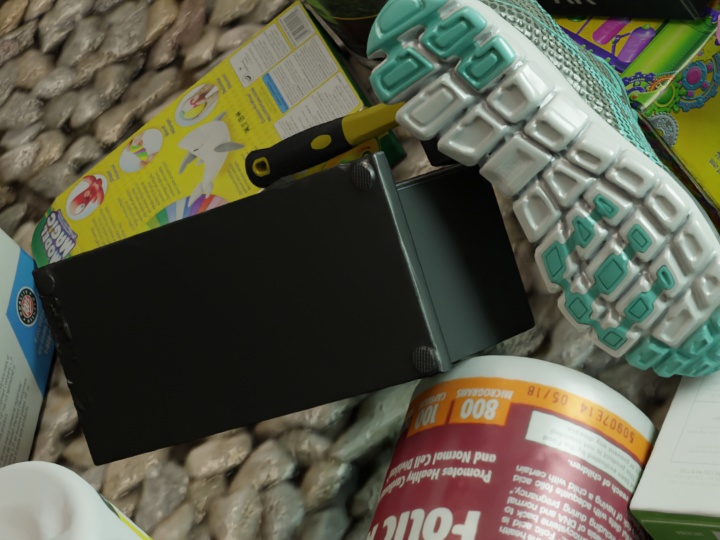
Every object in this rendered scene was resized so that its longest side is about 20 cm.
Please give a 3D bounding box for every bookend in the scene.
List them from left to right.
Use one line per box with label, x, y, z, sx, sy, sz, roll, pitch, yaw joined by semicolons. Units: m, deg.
bookend;0.000;0.000;1.246;0.199;0.093;0.198;-17;2;39

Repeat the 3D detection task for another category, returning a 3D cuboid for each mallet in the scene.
mallet;0.004;-0.059;1.349;0.041;0.066;0.200;-19;-7;-33

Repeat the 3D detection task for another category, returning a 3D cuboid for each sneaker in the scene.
sneaker;0.095;-0.048;1.158;0.078;0.200;0.091;-38;2;33

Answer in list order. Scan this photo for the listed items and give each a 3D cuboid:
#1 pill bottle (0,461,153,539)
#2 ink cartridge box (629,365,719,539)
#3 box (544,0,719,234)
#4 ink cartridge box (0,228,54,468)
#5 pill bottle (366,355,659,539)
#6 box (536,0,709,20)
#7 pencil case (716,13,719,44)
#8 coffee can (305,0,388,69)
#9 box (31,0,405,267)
pill bottle;-0.098;0.178;1.187;0.114;0.200;0.115;-24;42;23
ink cartridge box;0.198;0.032;1.166;0.104;0.059;0.201;1;57;42
box;0.163;-0.138;1.302;0.193;0.122;0.200;-48;38;-4
ink cartridge box;-0.253;0.021;1.469;0.084;0.200;0.146;-16;46;31
pill bottle;0.049;0.146;1.151;0.114;0.114;0.201;-9;50;37
box;0.121;-0.203;1.266;0.160;0.044;0.200;8;60;45
pencil case;0.244;-0.112;1.154;0.199;0.083;0.087;9;37;-3
coffee can;-0.005;-0.219;1.464;0.146;0.200;0.147;-25;42;24
box;-0.081;-0.040;1.496;0.200;0.048;0.117;-37;39;6
